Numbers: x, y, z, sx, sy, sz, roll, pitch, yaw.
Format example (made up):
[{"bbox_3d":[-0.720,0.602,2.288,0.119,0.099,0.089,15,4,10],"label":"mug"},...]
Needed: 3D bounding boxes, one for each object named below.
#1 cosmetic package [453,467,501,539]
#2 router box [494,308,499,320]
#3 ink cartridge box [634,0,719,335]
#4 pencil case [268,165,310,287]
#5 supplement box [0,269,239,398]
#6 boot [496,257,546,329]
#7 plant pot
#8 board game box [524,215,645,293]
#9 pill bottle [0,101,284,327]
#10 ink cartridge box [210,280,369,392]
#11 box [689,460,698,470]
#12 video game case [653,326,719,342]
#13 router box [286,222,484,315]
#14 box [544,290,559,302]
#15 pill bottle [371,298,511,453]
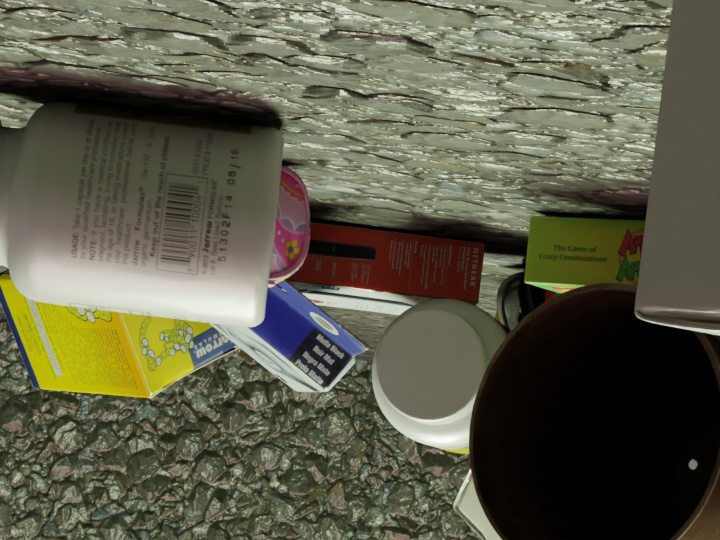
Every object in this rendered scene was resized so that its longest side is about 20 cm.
[{"bbox_3d":[0.182,0.159,1.720,0.199,0.088,0.103,-17,-131,-44],"label":"cosmetic package"},{"bbox_3d":[0.210,0.094,1.986,0.198,0.150,0.051,5,143,18],"label":"router box"},{"bbox_3d":[0.181,-0.042,0.614,0.199,0.147,0.084,11,175,-30],"label":"ink cartridge box"},{"bbox_3d":[-0.105,-0.025,1.480,0.087,0.088,0.200,9,175,-27],"label":"pencil case"},{"bbox_3d":[-0.205,0.032,1.874,0.109,0.110,0.199,-29,-163,-34],"label":"supplement box"},{"bbox_3d":[0.166,0.081,1.811,0.069,0.201,0.174,-27,-178,-4],"label":"boot"},{"bbox_3d":[0.203,0.123,1.467,0.186,0.188,0.199,2,168,37],"label":"plant pot"},{"bbox_3d":[0.222,-0.003,1.495,0.199,0.048,0.101,3,174,32],"label":"board game box"},{"bbox_3d":[-0.146,-0.035,1.255,0.198,0.115,0.114,7,175,-3],"label":"pill bottle"},{"bbox_3d":[-0.096,0.019,1.683,0.199,0.041,0.200,39,169,-5],"label":"ink cartridge box"},{"bbox_3d":[0.323,0.137,1.646,0.199,0.097,0.176,10,155,-39],"label":"box"},{"bbox_3d":[0.289,0.041,1.510,0.199,0.023,0.181,0,172,44],"label":"video game case"},{"bbox_3d":[0.000,0.000,1.797,0.178,0.049,0.200,7,174,-2],"label":"router box"},{"bbox_3d":[0.245,0.045,1.701,0.199,0.101,0.095,10,174,-28],"label":"box"},{"bbox_3d":[0.070,0.081,1.703,0.110,0.112,0.200,5,174,12],"label":"pill bottle"}]
